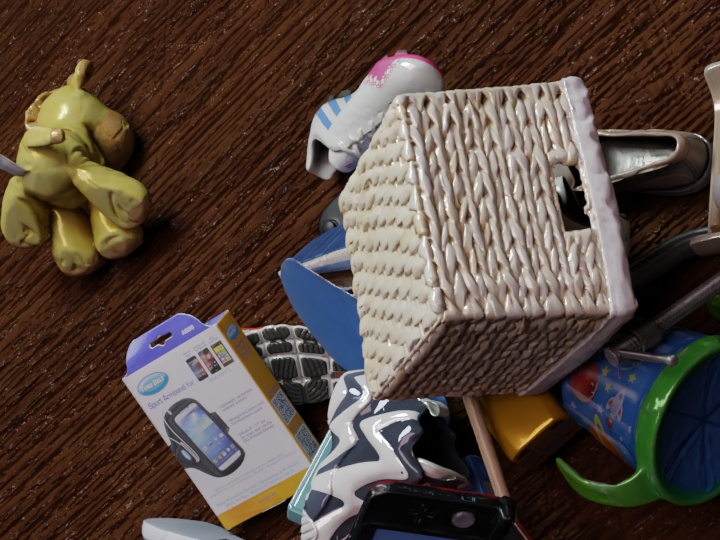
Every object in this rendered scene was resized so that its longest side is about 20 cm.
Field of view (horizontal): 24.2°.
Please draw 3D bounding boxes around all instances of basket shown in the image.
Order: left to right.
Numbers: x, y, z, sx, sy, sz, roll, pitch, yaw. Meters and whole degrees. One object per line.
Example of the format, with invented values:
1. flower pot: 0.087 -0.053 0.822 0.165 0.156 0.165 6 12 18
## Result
1. basket: 0.089 -0.018 1.298 0.200 0.159 0.200 123 140 -63

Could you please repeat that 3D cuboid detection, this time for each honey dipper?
1. honey dipper: 0.103 0.139 1.370 0.038 0.038 0.201 -27 73 26

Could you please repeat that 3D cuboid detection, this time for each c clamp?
1. c clamp: 0.250 0.019 1.316 0.199 0.027 0.170 -34 21 -27

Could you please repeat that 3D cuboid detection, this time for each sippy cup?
1. sippy cup: 0.233 0.098 1.330 0.130 0.177 0.141 29 122 49

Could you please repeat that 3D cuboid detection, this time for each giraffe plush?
1. giraffe plush: -0.302 -0.120 1.772 0.172 0.200 0.163 -27 33 30

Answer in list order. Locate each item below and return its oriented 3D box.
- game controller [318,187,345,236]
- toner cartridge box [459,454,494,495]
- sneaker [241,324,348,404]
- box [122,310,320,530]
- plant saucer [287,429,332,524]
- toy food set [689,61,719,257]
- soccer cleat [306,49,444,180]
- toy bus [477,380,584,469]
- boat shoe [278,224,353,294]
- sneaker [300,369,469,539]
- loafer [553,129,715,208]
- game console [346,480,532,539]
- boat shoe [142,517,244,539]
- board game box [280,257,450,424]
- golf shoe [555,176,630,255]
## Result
1. game controller: 0.049 -0.070 1.562 0.200 0.042 0.105 -43 56 18
2. toner cartridge box: 0.042 0.250 1.465 0.199 0.043 0.096 -34 59 22
3. sneaker: -0.095 0.079 1.598 0.198 0.085 0.078 1 103 16
4. box: -0.129 0.130 1.556 0.119 0.041 0.201 -29 98 24
5. plant saucer: 0.003 0.143 1.513 0.070 0.019 0.201 18 72 37
6. toy food set: 0.333 -0.105 1.326 0.143 0.060 0.201 -14 45 31
7. soccer cleat: 0.012 -0.136 1.559 0.200 0.070 0.087 -25 42 59
8. toy bus: 0.113 0.073 1.445 0.065 0.078 0.201 -43 58 16
9. boat shoe: 0.000 0.000 1.515 0.072 0.073 0.199 -43 16 -33
10. sneaker: 0.028 0.191 1.407 0.129 0.079 0.201 10 84 41
11. loafer: 0.204 -0.095 1.445 0.199 0.063 0.073 -4 73 34
12. game console: 0.066 0.280 1.341 0.119 0.171 0.201 -94 19 -46
13. boat shoe: -0.133 0.281 1.569 0.199 0.070 0.067 11 94 37
14. board game box: 0.014 0.051 1.455 0.199 0.159 0.039 30 66 38
15. golf shoe: 0.149 -0.042 1.451 0.199 0.078 0.098 26 107 29
